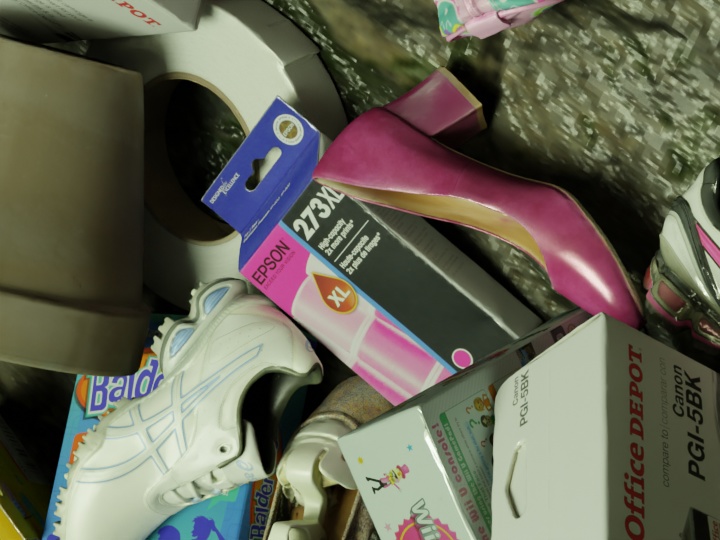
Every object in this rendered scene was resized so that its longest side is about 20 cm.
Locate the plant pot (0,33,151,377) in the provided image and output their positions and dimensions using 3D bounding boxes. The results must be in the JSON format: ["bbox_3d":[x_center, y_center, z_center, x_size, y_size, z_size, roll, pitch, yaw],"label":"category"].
[{"bbox_3d":[-0.206,-0.047,1.420,0.199,0.200,0.175,18,96,33],"label":"plant pot"}]

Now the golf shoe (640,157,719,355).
[{"bbox_3d":[0.232,0.021,1.208,0.200,0.072,0.092,34,123,25],"label":"golf shoe"}]

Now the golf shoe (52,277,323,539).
[{"bbox_3d":[-0.100,0.106,1.396,0.097,0.078,0.201,35,95,31],"label":"golf shoe"}]

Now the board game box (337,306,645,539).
[{"bbox_3d":[0.095,0.112,1.268,0.064,0.200,0.148,-23,91,40],"label":"board game box"}]

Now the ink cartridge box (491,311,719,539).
[{"bbox_3d":[0.167,0.132,1.191,0.199,0.147,0.083,27,136,-26],"label":"ink cartridge box"}]

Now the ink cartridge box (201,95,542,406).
[{"bbox_3d":[0.000,0.000,1.380,0.200,0.037,0.095,42,127,3],"label":"ink cartridge box"}]

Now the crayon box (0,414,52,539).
[{"bbox_3d":[-0.245,0.142,1.568,0.051,0.200,0.127,-36,79,-1],"label":"crayon box"}]

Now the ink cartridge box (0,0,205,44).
[{"bbox_3d":[-0.199,-0.199,1.410,0.199,0.146,0.085,0,69,41],"label":"ink cartridge box"}]

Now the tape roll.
[{"bbox_3d":[-0.090,-0.071,1.458,0.202,0.037,0.204,16,116,35],"label":"tape roll"}]

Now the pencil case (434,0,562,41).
[{"bbox_3d":[0.048,-0.222,1.257,0.087,0.087,0.201,-15,98,41],"label":"pencil case"}]

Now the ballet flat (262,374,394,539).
[{"bbox_3d":[-0.027,0.145,1.398,0.068,0.067,0.201,2,66,27],"label":"ballet flat"}]

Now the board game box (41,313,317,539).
[{"bbox_3d":[-0.116,0.128,1.470,0.151,0.045,0.201,1,74,34],"label":"board game box"}]

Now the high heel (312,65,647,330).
[{"bbox_3d":[0.063,-0.020,1.297,0.200,0.096,0.067,49,173,22],"label":"high heel"}]
